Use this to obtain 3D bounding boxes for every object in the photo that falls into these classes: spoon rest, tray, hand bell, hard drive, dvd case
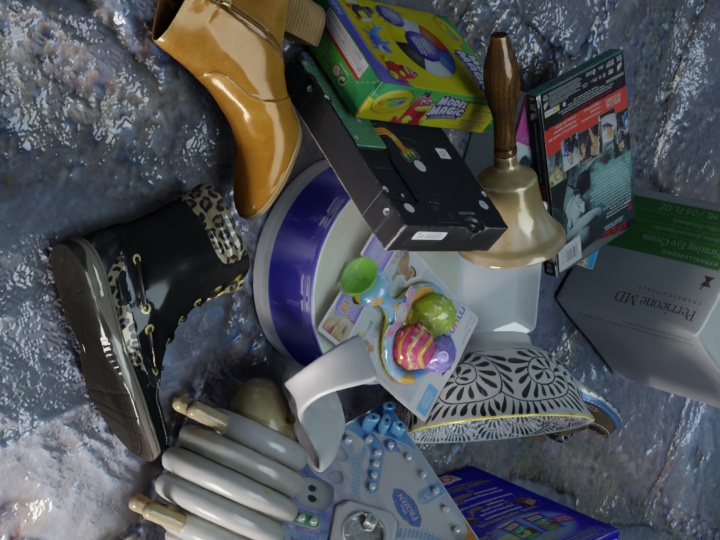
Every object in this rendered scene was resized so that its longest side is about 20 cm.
[{"bbox_3d":[-0.040,0.112,1.148,0.060,0.200,0.100,-16,72,-20],"label":"spoon rest"},{"bbox_3d":[0.134,0.011,1.360,0.106,0.022,0.201,-21,141,-15],"label":"tray"},{"bbox_3d":[0.127,-0.114,1.187,0.104,0.104,0.202,-32,127,-36],"label":"hand bell"},{"bbox_3d":[0.027,-0.101,1.153,0.139,0.201,0.038,-1,142,-47],"label":"hard drive"},{"bbox_3d":[0.232,-0.112,1.391,0.145,0.022,0.202,-31,121,-36],"label":"dvd case"}]

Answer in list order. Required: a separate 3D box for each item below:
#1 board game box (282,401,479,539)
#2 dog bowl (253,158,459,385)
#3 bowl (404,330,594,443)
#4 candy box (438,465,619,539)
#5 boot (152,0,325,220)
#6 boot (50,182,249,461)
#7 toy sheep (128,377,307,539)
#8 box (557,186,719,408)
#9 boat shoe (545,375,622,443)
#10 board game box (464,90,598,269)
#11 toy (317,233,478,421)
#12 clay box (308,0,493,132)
[{"bbox_3d":[0.004,0.241,1.222,0.199,0.201,0.026,-25,162,-30],"label":"board game box"},{"bbox_3d":[0.000,0.000,1.227,0.199,0.078,0.202,-17,114,-43],"label":"dog bowl"},{"bbox_3d":[0.133,0.116,1.353,0.200,0.200,0.095,12,69,-48],"label":"bowl"},{"bbox_3d":[0.134,0.279,1.366,0.168,0.199,0.078,-7,110,-46],"label":"candy box"},{"bbox_3d":[-0.111,-0.154,1.079,0.143,0.070,0.203,19,85,-42],"label":"boot"},{"bbox_3d":[-0.156,0.039,1.081,0.150,0.073,0.202,-33,119,-35],"label":"boot"},{"bbox_3d":[-0.115,0.186,1.129,0.138,0.137,0.202,32,80,-47],"label":"toy sheep"},{"bbox_3d":[0.376,0.033,1.549,0.200,0.198,0.172,45,70,-42],"label":"box"},{"bbox_3d":[0.223,0.155,1.528,0.199,0.072,0.073,34,82,-36],"label":"boat shoe"},{"bbox_3d":[0.192,-0.095,1.415,0.199,0.064,0.149,15,92,-48],"label":"board game box"},{"bbox_3d":[0.051,0.053,1.204,0.200,0.047,0.116,43,73,-44],"label":"toy"},{"bbox_3d":[0.048,-0.184,1.195,0.199,0.115,0.048,-2,141,-46],"label":"clay box"}]
